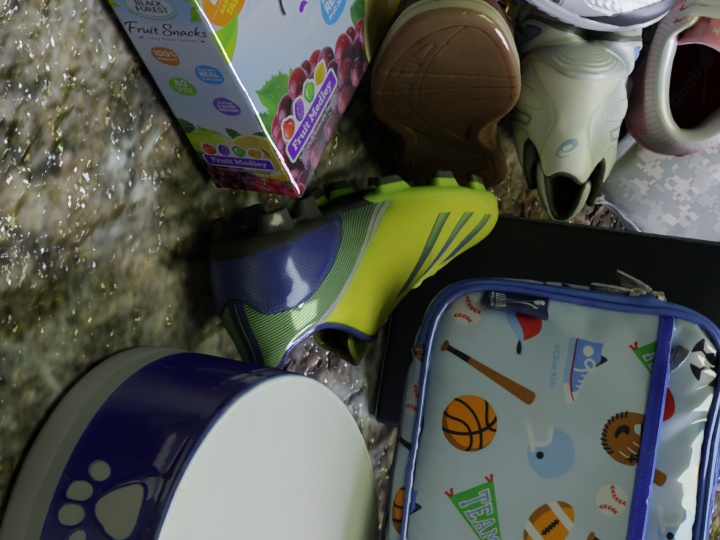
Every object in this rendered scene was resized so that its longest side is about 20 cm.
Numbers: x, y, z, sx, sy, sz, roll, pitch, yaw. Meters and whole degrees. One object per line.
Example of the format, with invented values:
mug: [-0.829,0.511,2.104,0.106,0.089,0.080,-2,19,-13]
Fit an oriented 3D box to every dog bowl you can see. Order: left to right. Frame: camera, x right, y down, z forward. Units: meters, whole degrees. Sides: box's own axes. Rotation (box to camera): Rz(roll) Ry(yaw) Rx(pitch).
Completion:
dog bowl: [-0.073,0.138,1.205,0.200,0.078,0.201,-22,116,-57]

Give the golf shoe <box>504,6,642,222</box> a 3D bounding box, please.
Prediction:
golf shoe: [0.100,-0.071,1.417,0.200,0.078,0.098,67,31,-81]

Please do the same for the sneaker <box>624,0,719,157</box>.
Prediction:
sneaker: [0.207,-0.148,1.456,0.201,0.075,0.105,-61,-177,6]

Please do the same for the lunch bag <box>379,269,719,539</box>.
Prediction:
lunch bag: [0.094,0.098,1.280,0.076,0.159,0.201,130,-30,-87]

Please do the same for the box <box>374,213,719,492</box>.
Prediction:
box: [0.144,0.047,1.443,0.198,0.199,0.124,17,82,-59]

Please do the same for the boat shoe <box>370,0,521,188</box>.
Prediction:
boat shoe: [0.043,-0.103,1.330,0.200,0.072,0.072,73,16,-70]

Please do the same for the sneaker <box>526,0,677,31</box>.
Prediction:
sneaker: [0.095,-0.177,1.258,0.200,0.087,0.076,40,70,-34]

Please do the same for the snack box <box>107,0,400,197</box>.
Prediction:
snack box: [-0.031,-0.155,1.235,0.201,0.053,0.142,-65,145,-29]

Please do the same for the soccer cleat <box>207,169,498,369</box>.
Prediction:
soccer cleat: [-0.001,0.000,1.307,0.200,0.064,0.084,-17,98,-52]

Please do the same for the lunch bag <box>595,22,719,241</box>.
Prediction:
lunch bag: [0.227,-0.086,1.589,0.164,0.118,0.200,40,89,-25]
